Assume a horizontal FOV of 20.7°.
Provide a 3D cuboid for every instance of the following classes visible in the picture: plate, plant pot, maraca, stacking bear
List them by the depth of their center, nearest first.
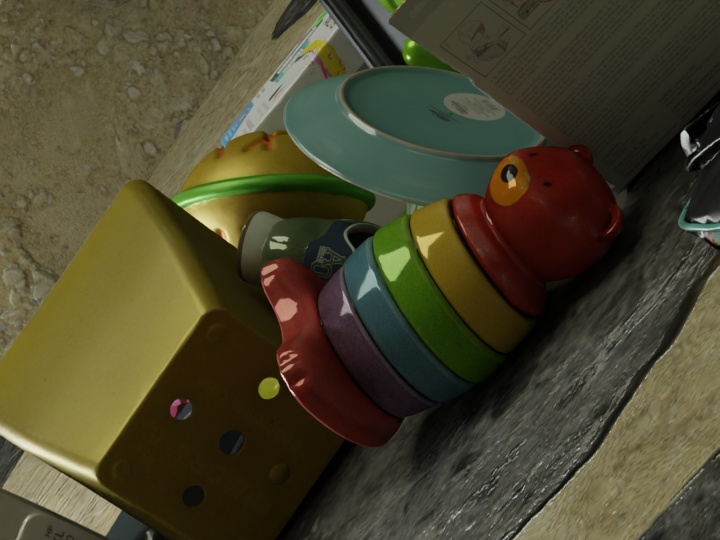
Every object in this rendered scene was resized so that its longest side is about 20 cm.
[{"bbox_3d":[0.057,0.003,1.126,0.199,0.114,0.122,-36,37,16],"label":"stacking bear"},{"bbox_3d":[0.050,-0.091,1.243,0.201,0.198,0.026,-74,-4,-63],"label":"plate"},{"bbox_3d":[-0.112,0.088,1.330,0.201,0.200,0.176,-55,26,-1],"label":"plant pot"},{"bbox_3d":[-0.084,-0.046,1.465,0.199,0.137,0.108,-9,74,30],"label":"maraca"}]

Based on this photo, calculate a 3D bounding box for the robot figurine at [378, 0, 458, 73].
[{"bbox_3d":[0.080,-0.221,1.356,0.199,0.115,0.177,15,94,50],"label":"robot figurine"}]

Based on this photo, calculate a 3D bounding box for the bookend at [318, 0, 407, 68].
[{"bbox_3d":[0.096,-0.259,1.494,0.199,0.092,0.199,-32,-11,-29],"label":"bookend"}]

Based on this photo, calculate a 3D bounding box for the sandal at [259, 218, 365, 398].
[{"bbox_3d":[-0.038,0.034,1.525,0.087,0.079,0.201,79,-152,-54],"label":"sandal"}]

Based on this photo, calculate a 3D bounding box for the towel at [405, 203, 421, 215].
[{"bbox_3d":[0.055,-0.073,1.423,0.200,0.023,0.154,-89,10,-68],"label":"towel"}]

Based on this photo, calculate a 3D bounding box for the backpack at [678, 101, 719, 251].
[{"bbox_3d":[0.210,-0.060,0.606,0.176,0.153,0.200,-57,3,-15],"label":"backpack"}]

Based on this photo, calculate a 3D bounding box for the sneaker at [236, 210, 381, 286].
[{"bbox_3d":[0.000,0.000,1.350,0.200,0.089,0.068,9,-87,-63],"label":"sneaker"}]

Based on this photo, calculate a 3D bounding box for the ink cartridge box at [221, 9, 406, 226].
[{"bbox_3d":[0.002,-0.134,1.659,0.200,0.146,0.147,-51,12,3],"label":"ink cartridge box"}]

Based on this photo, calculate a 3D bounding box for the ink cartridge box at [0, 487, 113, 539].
[{"bbox_3d":[-0.240,0.243,1.386,0.148,0.144,0.200,-66,15,-11],"label":"ink cartridge box"}]

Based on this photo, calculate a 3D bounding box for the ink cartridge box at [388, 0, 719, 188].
[{"bbox_3d":[0.132,-0.156,1.098,0.163,0.199,0.057,-46,31,19],"label":"ink cartridge box"}]

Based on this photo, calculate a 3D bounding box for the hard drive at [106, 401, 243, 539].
[{"bbox_3d":[-0.146,0.168,1.587,0.139,0.033,0.201,-38,18,50],"label":"hard drive"}]

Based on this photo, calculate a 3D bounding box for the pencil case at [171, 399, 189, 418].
[{"bbox_3d":[-0.136,0.071,1.730,0.200,0.090,0.094,-44,27,41],"label":"pencil case"}]
